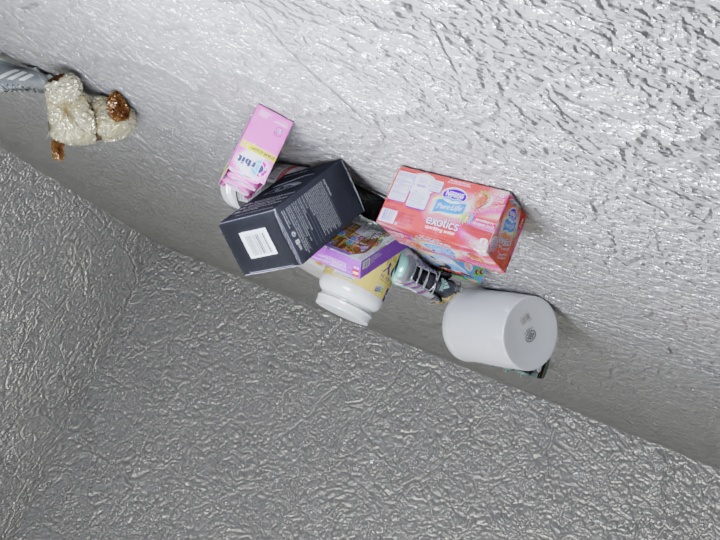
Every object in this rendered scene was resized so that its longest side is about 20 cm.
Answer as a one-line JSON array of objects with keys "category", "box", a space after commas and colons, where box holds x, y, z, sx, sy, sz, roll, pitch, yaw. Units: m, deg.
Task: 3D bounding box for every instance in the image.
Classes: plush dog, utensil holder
[{"category": "plush dog", "box": [-0.543, -0.306, 1.746, 0.170, 0.162, 0.200, -2, 178, -12]}, {"category": "utensil holder", "box": [0.304, 0.127, 1.862, 0.169, 0.171, 0.199, 29, 168, -30]}]

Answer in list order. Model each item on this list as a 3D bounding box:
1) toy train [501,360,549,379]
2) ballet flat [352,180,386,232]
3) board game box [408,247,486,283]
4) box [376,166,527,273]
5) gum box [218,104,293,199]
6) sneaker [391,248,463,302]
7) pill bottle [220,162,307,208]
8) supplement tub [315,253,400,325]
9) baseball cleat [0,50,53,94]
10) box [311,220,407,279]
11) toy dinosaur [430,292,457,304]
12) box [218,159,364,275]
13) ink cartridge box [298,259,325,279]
[{"category": "toy train", "box": [0.457, 0.263, 2.516, 0.199, 0.086, 0.114, 17, 178, 41]}, {"category": "ballet flat", "box": [0.006, -0.122, 1.543, 0.199, 0.067, 0.057, 24, 161, -6]}, {"category": "board game box", "box": [0.142, -0.041, 1.733, 0.151, 0.037, 0.200, 16, 167, 44]}, {"category": "box", "box": [0.140, -0.080, 1.320, 0.199, 0.103, 0.095, 17, 169, 33]}, {"category": "gum box", "box": [-0.183, -0.196, 1.455, 0.066, 0.114, 0.200, 26, 171, -12]}, {"category": "sneaker", "box": [0.143, 0.017, 1.739, 0.139, 0.078, 0.200, 22, 180, 12]}, {"category": "pill bottle", "box": [-0.176, -0.155, 1.665, 0.199, 0.117, 0.116, 16, 168, 44]}, {"category": "supplement tub", "box": [0.000, 0.000, 1.814, 0.144, 0.201, 0.145, 23, 171, 4]}, {"category": "baseball cleat", "box": [-0.728, -0.389, 1.796, 0.199, 0.107, 0.070, 23, 166, -1]}, {"category": "box", "box": [0.003, -0.059, 1.577, 0.136, 0.039, 0.200, 23, -145, 29]}, {"category": "toy dinosaur", "box": [0.211, 0.058, 2.052, 0.199, 0.059, 0.101, 27, 169, -18]}, {"category": "box", "box": [-0.114, -0.091, 1.454, 0.147, 0.200, 0.105, -9, 114, 42]}, {"category": "ink cartridge box", "box": [-0.081, -0.056, 1.933, 0.199, 0.129, 0.125, 29, 169, -31]}]
